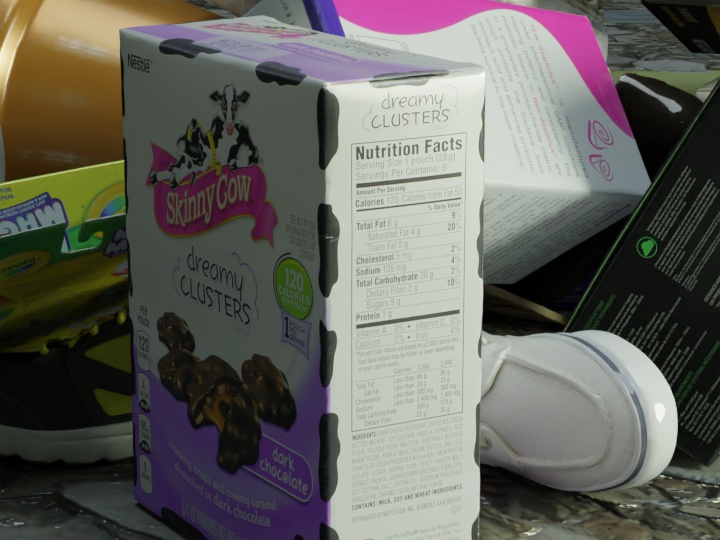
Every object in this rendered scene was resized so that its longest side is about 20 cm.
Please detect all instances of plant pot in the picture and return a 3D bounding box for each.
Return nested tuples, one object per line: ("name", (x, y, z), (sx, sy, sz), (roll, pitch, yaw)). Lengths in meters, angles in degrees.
("plant pot", (-0.137, -0.085, 1.353), (0.183, 0.201, 0.200), (11, 14, 18))

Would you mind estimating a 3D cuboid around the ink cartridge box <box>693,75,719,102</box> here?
("ink cartridge box", (0.243, -0.041, 1.320), (0.084, 0.146, 0.200), (6, 12, 19))

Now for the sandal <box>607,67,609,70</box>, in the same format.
("sandal", (0.078, -0.089, 1.269), (0.059, 0.079, 0.207), (41, 23, 9))

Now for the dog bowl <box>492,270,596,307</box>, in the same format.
("dog bowl", (0.115, -0.036, 1.438), (0.199, 0.079, 0.200), (2, 12, 0))

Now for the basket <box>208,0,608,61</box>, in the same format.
("basket", (0.032, -0.211, 1.331), (0.197, 0.162, 0.200), (5, -5, 23))

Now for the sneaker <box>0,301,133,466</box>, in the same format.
("sneaker", (-0.096, 0.039, 1.034), (0.199, 0.085, 0.074), (2, 11, -2))

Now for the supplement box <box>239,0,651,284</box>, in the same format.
("supplement box", (0.026, -0.060, 1.057), (0.200, 0.102, 0.103), (2, -28, -46))

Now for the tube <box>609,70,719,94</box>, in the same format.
("tube", (0.133, -0.094, 1.400), (0.199, 0.058, 0.052), (-1, 17, -20))

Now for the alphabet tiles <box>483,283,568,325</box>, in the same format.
("alphabet tiles", (0.000, 0.000, 1.261), (0.167, 0.008, 0.200), (9, -6, 29))

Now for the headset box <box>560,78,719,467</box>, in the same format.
("headset box", (0.196, -0.022, 1.112), (0.093, 0.174, 0.200), (35, 22, 12))

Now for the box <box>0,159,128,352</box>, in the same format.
("box", (-0.153, 0.002, 1.044), (0.117, 0.049, 0.200), (-12, -12, -27))

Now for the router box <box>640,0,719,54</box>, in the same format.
("router box", (0.246, -0.152, 1.266), (0.157, 0.052, 0.200), (5, -1, 17))

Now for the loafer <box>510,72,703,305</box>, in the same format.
("loafer", (0.125, -0.050, 1.247), (0.073, 0.071, 0.200), (-43, -3, -36))

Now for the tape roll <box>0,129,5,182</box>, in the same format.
("tape roll", (-0.292, -0.059, 1.181), (0.202, 0.204, 0.139), (-3, 13, -22))

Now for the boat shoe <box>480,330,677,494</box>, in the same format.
("boat shoe", (0.052, 0.057, 1.013), (0.070, 0.071, 0.200), (-10, 14, -33))

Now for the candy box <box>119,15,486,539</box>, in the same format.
("candy box", (-0.025, 0.011, 0.894), (0.071, 0.201, 0.168), (-8, 15, -29))
